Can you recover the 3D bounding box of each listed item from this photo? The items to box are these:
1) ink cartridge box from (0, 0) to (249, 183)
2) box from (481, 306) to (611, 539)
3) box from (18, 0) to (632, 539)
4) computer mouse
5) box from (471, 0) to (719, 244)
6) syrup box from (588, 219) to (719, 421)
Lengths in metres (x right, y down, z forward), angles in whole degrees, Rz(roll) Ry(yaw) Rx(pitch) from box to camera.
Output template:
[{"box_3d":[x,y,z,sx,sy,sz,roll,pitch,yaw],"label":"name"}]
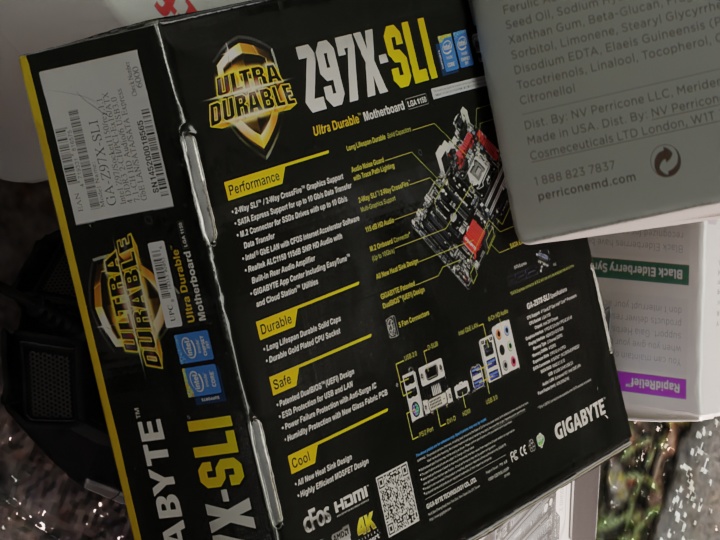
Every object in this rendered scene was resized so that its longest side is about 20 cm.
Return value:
[{"box_3d":[-0.078,-0.147,0.764,0.145,0.083,0.200,50,45,-35],"label":"ink cartridge box"},{"box_3d":[0.015,0.111,0.859,0.200,0.050,0.158,-33,130,-54],"label":"box"},{"box_3d":[0.000,0.000,0.728,0.200,0.049,0.160,-22,99,-57],"label":"box"},{"box_3d":[-0.081,0.005,0.825,0.200,0.046,0.141,26,59,-43],"label":"computer mouse"},{"box_3d":[0.107,-0.118,0.787,0.152,0.106,0.200,-9,88,-60],"label":"box"},{"box_3d":[0.115,-0.050,0.930,0.079,0.081,0.200,-5,98,-45],"label":"syrup box"}]
